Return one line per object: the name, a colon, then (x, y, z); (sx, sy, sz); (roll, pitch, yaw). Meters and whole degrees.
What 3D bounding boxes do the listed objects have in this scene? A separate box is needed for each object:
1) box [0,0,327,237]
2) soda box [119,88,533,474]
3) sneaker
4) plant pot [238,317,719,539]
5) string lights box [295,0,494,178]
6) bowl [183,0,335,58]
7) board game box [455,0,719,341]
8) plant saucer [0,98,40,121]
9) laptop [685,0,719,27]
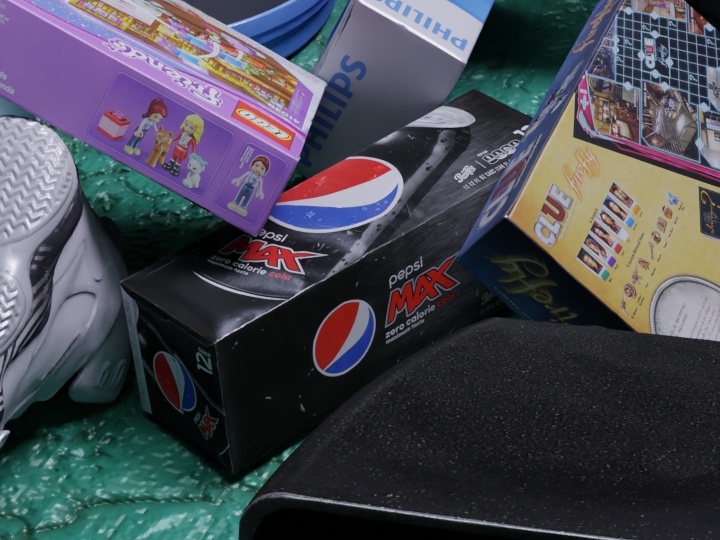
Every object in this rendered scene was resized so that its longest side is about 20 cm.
box: (-0.113, -0.094, 0.917); (0.199, 0.039, 0.137); (29, 17, -5)
soda box: (0.000, 0.000, 0.933); (0.200, 0.071, 0.063); (-30, 41, -32)
sneaker: (-0.148, 0.048, 0.882); (0.075, 0.115, 0.201); (16, 76, 23)
plant pot: (0.081, 0.119, 0.692); (0.199, 0.200, 0.178); (5, 27, 10)
string lights box: (0.028, -0.130, 1.065); (0.059, 0.103, 0.200); (29, 41, -4)
bowl: (-0.106, -0.156, 1.168); (0.199, 0.040, 0.201); (-1, 38, 1)
board game box: (0.129, -0.027, 0.930); (0.135, 0.035, 0.200); (41, 42, -8)
plant saucer: (-0.248, -0.056, 1.056); (0.199, 0.028, 0.201); (-2, 37, 1)
laptop: (0.171, -0.193, 1.147); (0.187, 0.116, 0.201); (28, 65, -13)
